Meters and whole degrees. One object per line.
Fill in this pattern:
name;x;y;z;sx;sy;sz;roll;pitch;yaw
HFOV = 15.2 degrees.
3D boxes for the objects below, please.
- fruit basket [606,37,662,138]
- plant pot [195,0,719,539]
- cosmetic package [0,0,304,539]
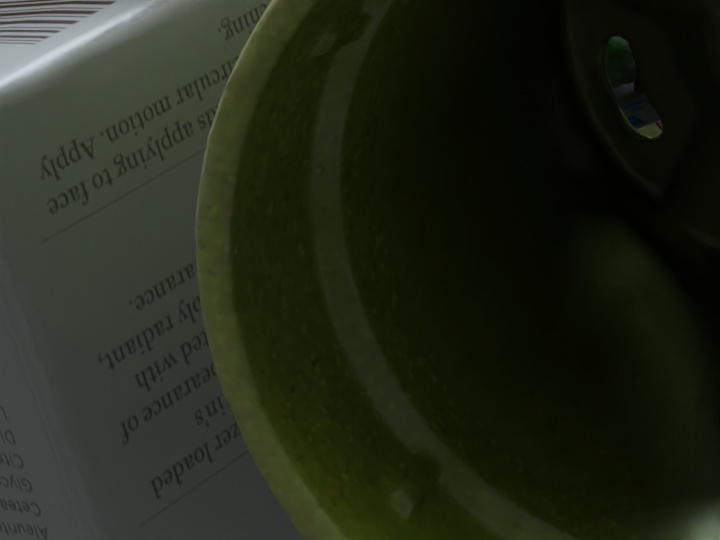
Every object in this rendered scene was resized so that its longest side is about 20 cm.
fruit basket;0.131;-0.088;0.990;0.184;0.094;0.200;-19;7;-2
plant pot;0.087;-0.026;0.608;0.200;0.201;0.184;-10;20;22
cosmetic package;-0.071;0.019;0.722;0.165;0.201;0.165;2;25;43
